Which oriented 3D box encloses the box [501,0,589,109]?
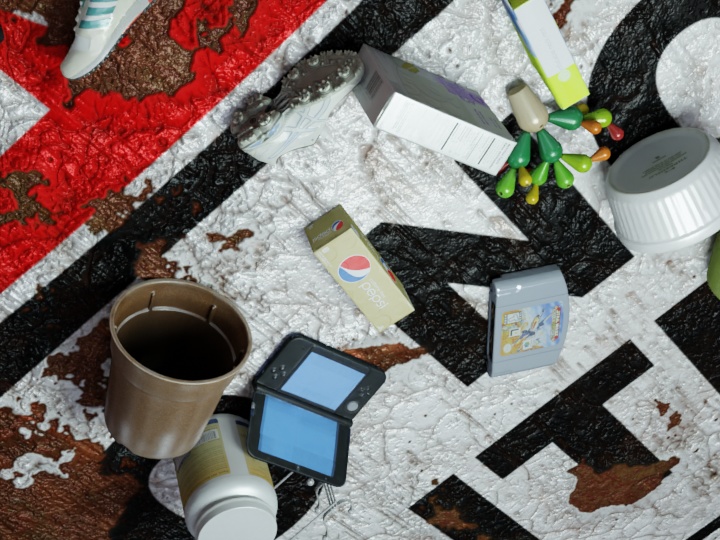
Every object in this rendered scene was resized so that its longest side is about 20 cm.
[{"bbox_3d":[0.224,-0.318,1.522,0.048,0.122,0.200,-29,130,9],"label":"box"}]

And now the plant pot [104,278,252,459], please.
[{"bbox_3d":[-0.274,0.150,1.675,0.199,0.201,0.199,4,133,-22],"label":"plant pot"}]

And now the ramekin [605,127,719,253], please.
[{"bbox_3d":[0.450,-0.125,1.710,0.202,0.203,0.094,-30,117,5],"label":"ramekin"}]

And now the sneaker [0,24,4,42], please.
[{"bbox_3d":[-0.412,-0.348,1.309,0.111,0.073,0.201,-19,129,-3],"label":"sneaker"}]

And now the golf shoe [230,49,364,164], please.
[{"bbox_3d":[-0.071,-0.213,1.543,0.199,0.079,0.097,-30,142,14],"label":"golf shoe"}]

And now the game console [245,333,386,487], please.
[{"bbox_3d":[-0.065,0.221,1.838,0.199,0.119,0.171,25,115,-33],"label":"game console"}]

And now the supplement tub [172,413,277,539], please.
[{"bbox_3d":[-0.209,0.337,1.822,0.144,0.200,0.145,-9,129,-12],"label":"supplement tub"}]

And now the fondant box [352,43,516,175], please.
[{"bbox_3d":[0.091,-0.212,1.543,0.199,0.145,0.058,19,117,-30],"label":"fondant box"}]

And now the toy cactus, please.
[{"bbox_3d":[0.262,-0.193,1.668,0.199,0.102,0.165,-31,111,8],"label":"toy cactus"}]

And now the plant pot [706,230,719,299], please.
[{"bbox_3d":[0.639,-0.038,1.861,0.199,0.201,0.190,-6,141,-15],"label":"plant pot"}]

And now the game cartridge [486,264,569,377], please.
[{"bbox_3d":[0.273,0.084,1.906,0.132,0.042,0.201,-9,128,-8],"label":"game cartridge"}]

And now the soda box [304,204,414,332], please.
[{"bbox_3d":[0.000,0.000,1.727,0.068,0.064,0.200,-33,129,7],"label":"soda box"}]

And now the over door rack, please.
[{"bbox_3d":[-0.106,0.395,1.940,0.199,0.148,0.067,-33,124,6],"label":"over door rack"}]

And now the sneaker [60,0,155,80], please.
[{"bbox_3d":[-0.306,-0.319,1.384,0.093,0.070,0.200,40,109,-19],"label":"sneaker"}]
